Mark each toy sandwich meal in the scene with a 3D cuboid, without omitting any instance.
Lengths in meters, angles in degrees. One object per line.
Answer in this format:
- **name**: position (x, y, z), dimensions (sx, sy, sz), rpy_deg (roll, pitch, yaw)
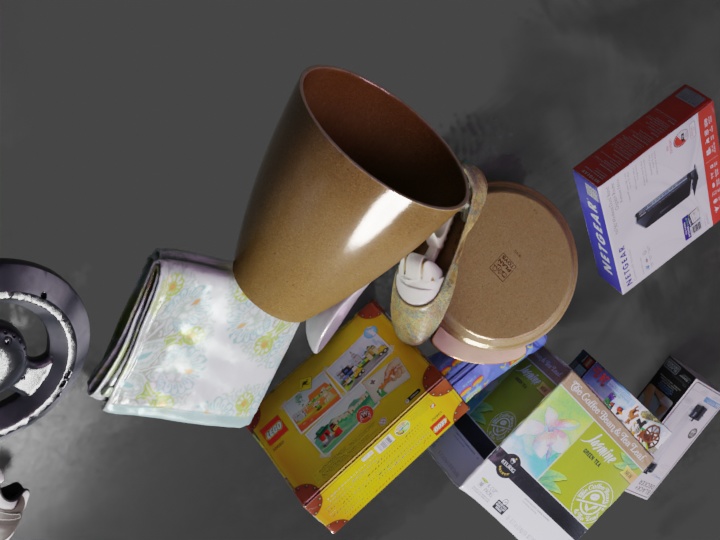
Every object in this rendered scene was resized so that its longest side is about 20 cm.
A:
- **toy sandwich meal**: position (0.148, 0.002, 1.288), dimensions (0.203, 0.070, 0.208), rpy_deg (0, 91, -10)

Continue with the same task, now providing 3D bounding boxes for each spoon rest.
- **spoon rest**: position (0.000, 0.000, 1.192), dimensions (0.202, 0.060, 0.099), rpy_deg (-65, 171, 17)

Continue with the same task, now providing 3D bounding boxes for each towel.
- **towel**: position (-0.155, 0.071, 1.149), dimensions (0.199, 0.048, 0.172), rpy_deg (13, 114, -42)

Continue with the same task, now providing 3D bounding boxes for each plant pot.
- **plant pot**: position (-0.031, -0.052, 1.073), dimensions (0.185, 0.187, 0.200), rpy_deg (12, 127, -42)

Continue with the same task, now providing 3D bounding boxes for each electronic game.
- **electronic game**: position (-0.334, 0.076, 1.021), dimensions (0.198, 0.042, 0.202), rpy_deg (-22, 133, -25)

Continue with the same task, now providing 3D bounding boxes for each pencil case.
- **pencil case**: position (0.130, 0.105, 1.364), dimensions (0.199, 0.078, 0.087), rpy_deg (-37, 172, -9)

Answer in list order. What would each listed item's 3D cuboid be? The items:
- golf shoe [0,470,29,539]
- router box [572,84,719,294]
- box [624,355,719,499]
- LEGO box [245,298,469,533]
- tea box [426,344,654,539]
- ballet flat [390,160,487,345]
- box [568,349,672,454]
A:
- **golf shoe**: position (-0.386, 0.194, 1.061), dimensions (0.095, 0.077, 0.200), rpy_deg (-54, 141, -15)
- **router box**: position (0.356, -0.095, 1.408), dimensions (0.179, 0.049, 0.201), rpy_deg (-37, 136, -9)
- **box**: position (0.440, 0.235, 1.712), dimensions (0.116, 0.060, 0.201), rpy_deg (28, 103, -45)
- **LEGO box**: position (-0.008, 0.154, 1.249), dimensions (0.200, 0.149, 0.077), rpy_deg (-41, 137, -2)
- **tea box**: position (0.220, 0.221, 1.450), dimensions (0.197, 0.134, 0.200), rpy_deg (-47, 120, 0)
- **ballet flat**: position (0.074, -0.023, 1.204), dimensions (0.070, 0.070, 0.202), rpy_deg (29, 82, -46)
- **box**: position (0.323, 0.217, 1.591), dimensions (0.137, 0.038, 0.200), rpy_deg (-48, 122, 3)
